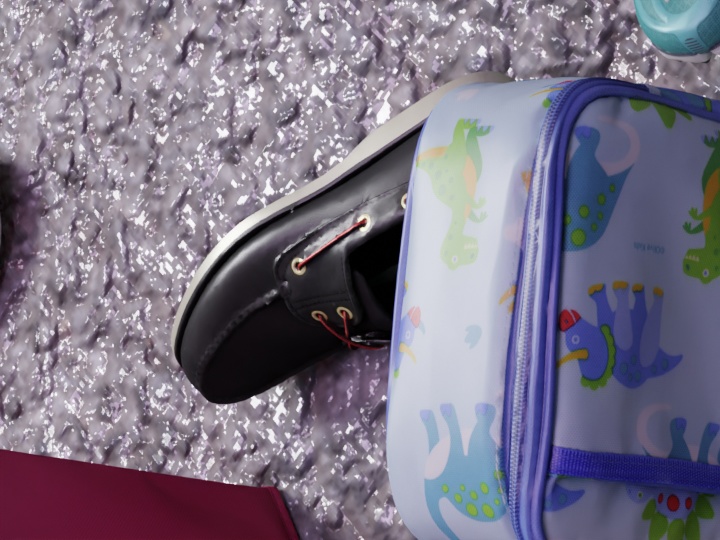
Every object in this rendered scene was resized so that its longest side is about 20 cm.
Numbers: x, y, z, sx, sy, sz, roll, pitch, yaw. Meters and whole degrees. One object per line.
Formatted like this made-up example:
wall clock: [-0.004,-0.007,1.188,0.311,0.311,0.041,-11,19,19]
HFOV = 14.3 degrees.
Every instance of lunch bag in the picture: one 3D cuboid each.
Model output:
lunch bag: [0.102,0.028,0.919,0.082,0.199,0.162,2,83,48]

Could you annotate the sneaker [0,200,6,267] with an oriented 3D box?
sneaker: [-0.248,0.025,1.402,0.070,0.090,0.201,43,110,38]

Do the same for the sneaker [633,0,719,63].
sneaker: [0.124,-0.180,1.118,0.077,0.079,0.201,-7,78,41]

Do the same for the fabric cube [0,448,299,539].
fabric cube: [-0.125,0.210,1.183,0.200,0.199,0.197,-44,55,27]

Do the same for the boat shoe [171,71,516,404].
boat shoe: [-0.002,-0.001,1.198,0.201,0.074,0.063,-37,51,26]
